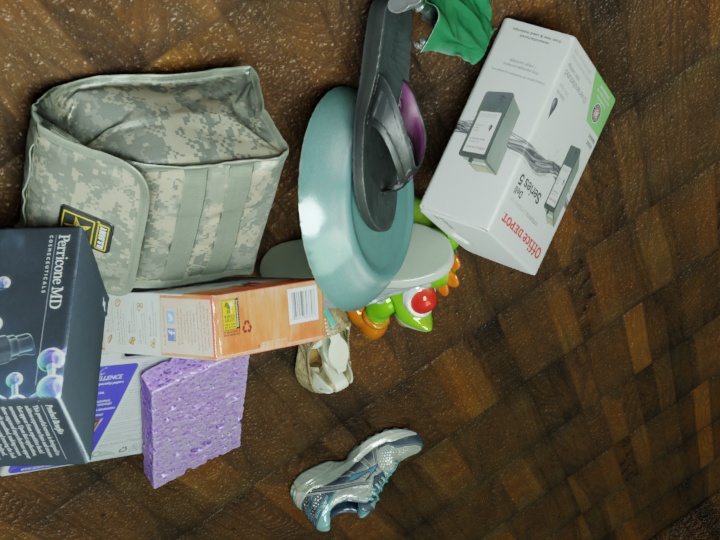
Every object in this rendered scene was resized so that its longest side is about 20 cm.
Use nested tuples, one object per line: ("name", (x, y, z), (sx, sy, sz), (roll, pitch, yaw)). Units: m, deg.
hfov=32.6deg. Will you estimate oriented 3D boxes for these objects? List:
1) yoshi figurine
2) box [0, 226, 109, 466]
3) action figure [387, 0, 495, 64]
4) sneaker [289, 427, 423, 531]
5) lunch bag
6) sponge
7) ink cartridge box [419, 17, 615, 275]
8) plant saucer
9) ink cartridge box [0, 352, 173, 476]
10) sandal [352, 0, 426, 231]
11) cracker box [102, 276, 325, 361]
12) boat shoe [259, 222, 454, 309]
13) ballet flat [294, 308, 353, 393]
("yoshi figurine", (0.046, -0.013, 1.327), (0.110, 0.114, 0.200), (20, 146, -9))
("box", (-0.302, 0.059, 0.931), (0.196, 0.150, 0.108), (-2, 146, 0))
("action figure", (0.077, -0.224, 1.055), (0.199, 0.054, 0.120), (11, 87, -67))
("sneaker", (0.007, 0.292, 1.691), (0.198, 0.087, 0.078), (-27, 150, -13))
("lunch bag", (-0.175, -0.067, 0.990), (0.197, 0.119, 0.165), (-8, 145, -25))
("sponge", (-0.174, 0.148, 1.293), (0.110, 0.030, 0.201), (-23, 150, -24))
("ink cartridge box", (0.155, -0.116, 1.194), (0.145, 0.083, 0.202), (32, 81, -58))
("plant saucer", (0.006, -0.065, 1.108), (0.035, 0.203, 0.200), (-1, 162, 26))
("ink cartridge box", (-0.249, 0.118, 1.240), (0.196, 0.044, 0.201), (-2, 138, -45))
("sandal", (0.029, -0.132, 1.050), (0.075, 0.047, 0.204), (-11, 107, -62))
("cracker box", (-0.146, 0.038, 1.086), (0.198, 0.059, 0.133), (0, -174, 41))
("boat shoe", (0.000, 0.001, 1.245), (0.197, 0.071, 0.072), (-6, 150, 12))
("ballet flat", (-0.038, 0.101, 1.402), (0.070, 0.066, 0.201), (-27, 149, -13))
